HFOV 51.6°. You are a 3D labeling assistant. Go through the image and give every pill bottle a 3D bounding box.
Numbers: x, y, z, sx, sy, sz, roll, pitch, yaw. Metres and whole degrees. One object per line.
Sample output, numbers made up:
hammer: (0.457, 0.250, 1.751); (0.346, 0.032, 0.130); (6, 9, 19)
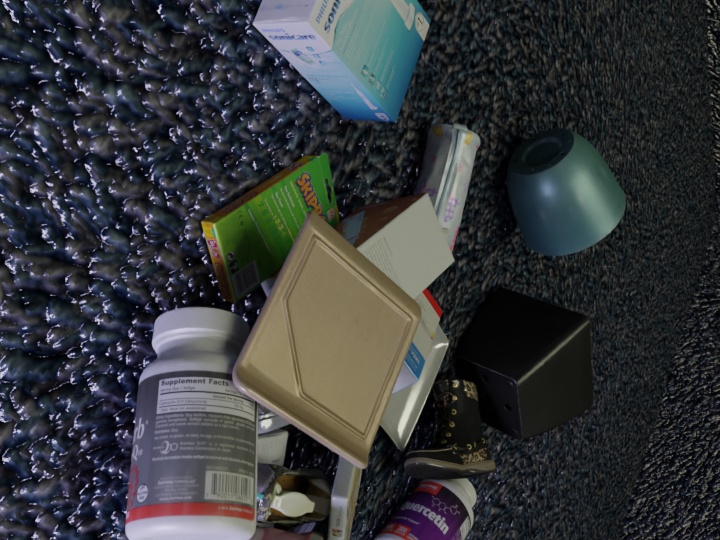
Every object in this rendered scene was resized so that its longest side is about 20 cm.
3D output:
pill bottle: (-0.152, 0.146, 0.694); (0.116, 0.114, 0.203); (37, 43, -52)
pill bottle: (0.107, 0.412, 1.190); (0.200, 0.111, 0.114); (-38, 128, -45)

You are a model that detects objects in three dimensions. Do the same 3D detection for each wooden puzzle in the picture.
wooden puzzle: (-0.028, 0.070, 0.752); (0.185, 0.037, 0.202); (40, 57, -32)

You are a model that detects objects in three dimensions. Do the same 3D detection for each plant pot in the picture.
plant pot: (0.356, -0.155, 1.344); (0.162, 0.199, 0.202); (53, 55, -33)
plant pot: (0.281, 0.180, 1.327); (0.177, 0.199, 0.202); (-34, 126, -33)

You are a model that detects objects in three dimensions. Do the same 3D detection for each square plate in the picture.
square plate: (0.060, 0.143, 1.126); (0.200, 0.028, 0.201); (-63, 142, -23)

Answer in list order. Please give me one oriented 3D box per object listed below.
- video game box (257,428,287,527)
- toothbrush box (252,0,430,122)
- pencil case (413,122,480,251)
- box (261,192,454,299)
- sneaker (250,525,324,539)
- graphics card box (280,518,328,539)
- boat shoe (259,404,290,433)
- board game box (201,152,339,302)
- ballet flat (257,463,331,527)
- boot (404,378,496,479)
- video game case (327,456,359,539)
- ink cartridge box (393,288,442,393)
video game box: (-0.164, 0.281, 0.819); (0.181, 0.046, 0.203); (7, 92, -59)
toothbrush box: (-0.013, -0.286, 0.858); (0.200, 0.084, 0.148); (34, 71, -54)
pencil case: (0.117, -0.112, 1.093); (0.091, 0.082, 0.203); (49, 55, -75)
box: (0.000, 0.000, 0.891); (0.200, 0.123, 0.099); (-39, 112, -40)
sneaker: (-0.098, 0.325, 0.837); (0.201, 0.103, 0.076); (85, 16, -70)
graphics card box: (-0.097, 0.416, 0.948); (0.200, 0.050, 0.127); (-51, 136, -38)
boat shoe: (-0.070, 0.138, 0.893); (0.199, 0.073, 0.068); (-11, 101, -59)
board game box: (-0.094, -0.056, 0.851); (0.200, 0.030, 0.097); (-39, 129, -41)
ballet flat: (-0.072, 0.264, 0.854); (0.200, 0.071, 0.073); (33, 71, -57)
boot: (0.137, 0.254, 1.198); (0.198, 0.073, 0.153); (13, 60, -39)
video game case: (-0.015, 0.272, 0.935); (0.201, 0.023, 0.184); (-73, 171, -57)
ink cartridge box: (0.032, 0.080, 0.937); (0.068, 0.115, 0.200); (52, 30, -12)
